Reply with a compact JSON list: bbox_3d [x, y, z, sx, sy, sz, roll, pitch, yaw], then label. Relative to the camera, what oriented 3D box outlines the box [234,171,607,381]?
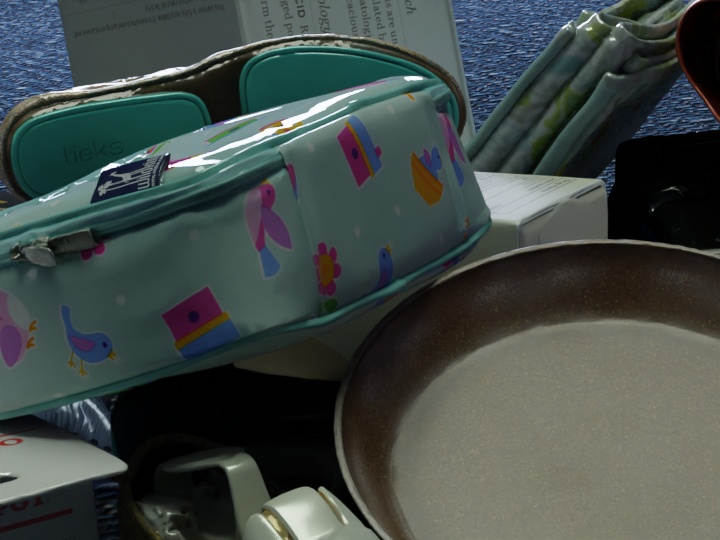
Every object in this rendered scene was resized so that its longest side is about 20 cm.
[{"bbox_3d":[0.000,0.000,1.115,0.199,0.078,0.095,5,15,29],"label":"box"}]

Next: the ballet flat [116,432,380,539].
[{"bbox_3d":[-0.029,0.097,0.860,0.070,0.071,0.200,-12,16,-27],"label":"ballet flat"}]

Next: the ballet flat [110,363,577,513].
[{"bbox_3d":[0.002,0.074,0.966,0.199,0.073,0.073,3,14,7],"label":"ballet flat"}]

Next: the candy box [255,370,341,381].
[{"bbox_3d":[-0.052,0.043,1.174,0.102,0.027,0.200,-10,14,-16],"label":"candy box"}]

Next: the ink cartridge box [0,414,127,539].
[{"bbox_3d":[-0.169,0.092,0.928,0.117,0.068,0.200,-13,15,-29],"label":"ink cartridge box"}]

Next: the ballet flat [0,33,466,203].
[{"bbox_3d":[-0.057,-0.065,1.093,0.199,0.068,0.067,-4,7,-9],"label":"ballet flat"}]

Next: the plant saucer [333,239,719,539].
[{"bbox_3d":[0.090,0.063,0.897,0.199,0.032,0.201,0,40,0],"label":"plant saucer"}]

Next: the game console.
[{"bbox_3d":[0.223,-0.011,1.229,0.199,0.117,0.176,-8,32,-9],"label":"game console"}]

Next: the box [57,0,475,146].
[{"bbox_3d":[-0.053,-0.108,1.376,0.130,0.201,0.199,-14,7,-33],"label":"box"}]

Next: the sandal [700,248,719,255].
[{"bbox_3d":[0.180,0.034,0.960,0.082,0.055,0.200,-40,44,-18],"label":"sandal"}]

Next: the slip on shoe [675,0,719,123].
[{"bbox_3d":[0.199,-0.057,1.110,0.061,0.074,0.200,12,29,-37],"label":"slip on shoe"}]

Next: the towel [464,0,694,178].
[{"bbox_3d":[0.085,-0.049,1.225,0.048,0.200,0.171,43,24,8],"label":"towel"}]

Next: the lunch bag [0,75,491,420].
[{"bbox_3d":[-0.058,-0.012,0.954,0.160,0.077,0.200,-12,8,33],"label":"lunch bag"}]

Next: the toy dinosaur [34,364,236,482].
[{"bbox_3d":[-0.130,0.046,1.086,0.181,0.200,0.105,40,59,15],"label":"toy dinosaur"}]

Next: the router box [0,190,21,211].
[{"bbox_3d":[-0.214,0.003,1.342,0.200,0.052,0.157,9,19,44],"label":"router box"}]
